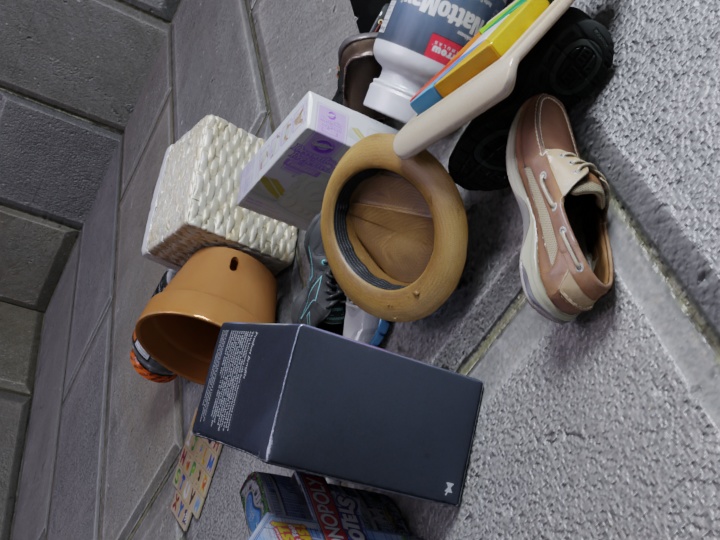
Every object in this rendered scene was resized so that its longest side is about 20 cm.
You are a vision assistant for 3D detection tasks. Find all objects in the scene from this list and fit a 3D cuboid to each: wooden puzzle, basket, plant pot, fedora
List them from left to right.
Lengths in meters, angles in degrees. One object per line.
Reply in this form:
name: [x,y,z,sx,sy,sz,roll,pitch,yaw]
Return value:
plant pot: [-0.204,0.061,1.235,0.200,0.199,0.141,-36,30,50]
basket: [-0.202,-0.099,1.320,0.160,0.197,0.202,-27,49,49]
fedora: [0.046,-0.045,0.888,0.199,0.081,0.203,7,100,43]
wooden puzzle: [0.120,-0.202,0.782,0.201,0.037,0.185,-54,15,-28]

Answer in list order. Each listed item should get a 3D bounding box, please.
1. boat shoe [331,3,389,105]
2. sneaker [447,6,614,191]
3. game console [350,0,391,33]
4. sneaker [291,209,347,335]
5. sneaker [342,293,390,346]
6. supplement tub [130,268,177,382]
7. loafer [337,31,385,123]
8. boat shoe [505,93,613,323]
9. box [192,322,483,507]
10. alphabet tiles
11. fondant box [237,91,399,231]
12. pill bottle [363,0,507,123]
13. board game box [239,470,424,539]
boat shoe: [0.001,-0.271,1.158,0.201,0.063,0.074,-45,12,41]
sneaker: [0.154,-0.158,0.811,0.200,0.075,0.091,-47,25,28]
game console: [0.077,-0.412,1.172,0.199,0.115,0.178,-21,85,58]
sneaker: [-0.030,0.014,1.039,0.079,0.075,0.202,55,142,46]
sneaker: [0.000,0.000,0.980,0.075,0.086,0.202,8,82,62]
supplement tub: [-0.324,0.097,1.513,0.201,0.121,0.123,-55,30,32]
loafer: [0.014,-0.218,1.067,0.200,0.072,0.072,86,176,-68]
boat shoe: [0.171,-0.059,0.704,0.072,0.075,0.202,-30,56,48]
box: [-0.025,0.130,0.815,0.198,0.198,0.125,-4,69,61]
alphabet tiles: [-0.263,0.305,1.387,0.166,0.006,0.202,16,88,65]
fondant box: [-0.051,-0.126,1.093,0.200,0.143,0.059,-38,40,49]
pill bottle: [0.082,-0.259,0.946,0.202,0.118,0.120,-68,26,10]
board game box: [-0.036,0.247,0.759,0.062,0.198,0.200,-63,28,18]
